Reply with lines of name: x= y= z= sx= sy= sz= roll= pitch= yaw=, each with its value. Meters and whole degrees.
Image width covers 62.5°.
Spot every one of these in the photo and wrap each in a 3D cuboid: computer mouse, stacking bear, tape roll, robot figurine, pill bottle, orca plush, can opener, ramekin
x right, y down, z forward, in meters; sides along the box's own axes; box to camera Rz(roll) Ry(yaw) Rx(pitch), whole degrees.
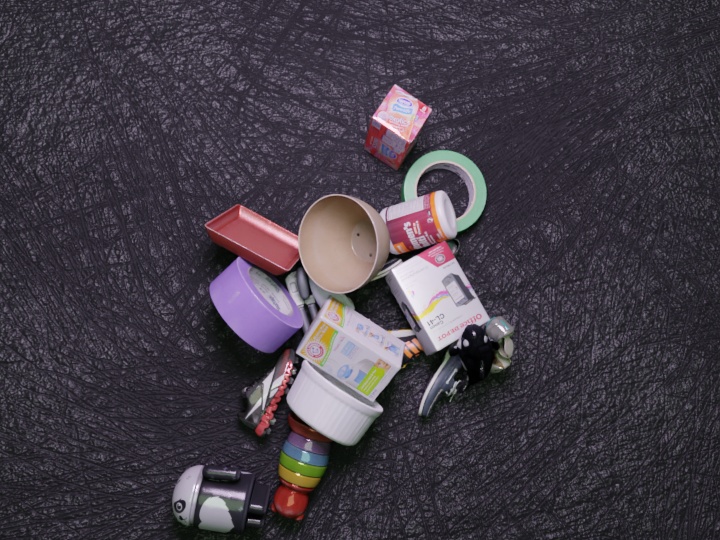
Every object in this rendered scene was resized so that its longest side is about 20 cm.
computer mouse: x=-0.056 y=0.080 z=1.314 sx=0.109 sy=0.044 sz=0.201 roll=-31 pitch=96 yaw=27
stacking bear: x=-0.128 y=0.428 z=1.274 sx=0.120 sy=0.114 sz=0.202 roll=18 pitch=85 yaw=-2
tape roll: x=-0.219 y=0.071 z=1.259 sx=0.085 sy=0.200 sz=0.200 roll=-41 pitch=87 yaw=8
robot figurine: x=-0.291 y=0.480 z=1.239 sx=0.198 sy=0.125 sz=0.152 roll=11 pitch=78 yaw=-4
pill bottle: x=0.107 y=-0.099 z=1.329 sx=0.198 sy=0.109 sz=0.111 roll=-16 pitch=82 yaw=23
orca plush: x=0.235 y=0.202 z=1.239 sx=0.104 sy=0.201 sz=0.072 roll=5 pitch=43 yaw=-5
tape roll: x=0.198 y=-0.182 z=1.414 sx=0.198 sy=0.048 sz=0.203 roll=1 pitch=82 yaw=-5
can opener: x=-0.121 y=0.095 z=1.343 sx=0.052 sy=0.066 sz=0.202 roll=-18 pitch=89 yaw=-3
ramekin: x=-0.060 y=0.280 z=1.255 sx=0.200 sy=0.200 sz=0.098 roll=34 pitch=88 yaw=1

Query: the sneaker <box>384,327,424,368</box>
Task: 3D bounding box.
sneaker: x=0.113 y=0.177 z=1.349 sx=0.198 sy=0.070 sz=0.091 roll=-1 pitch=87 yaw=0

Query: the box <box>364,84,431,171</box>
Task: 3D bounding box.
box: x=0.081 y=-0.317 z=1.346 sx=0.102 sy=0.200 sz=0.095 roll=34 pitch=81 yaw=1

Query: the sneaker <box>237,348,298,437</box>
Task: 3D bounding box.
sneaker: x=-0.206 y=0.257 z=1.305 sx=0.097 sy=0.071 sz=0.202 roll=25 pitch=82 yaw=-3

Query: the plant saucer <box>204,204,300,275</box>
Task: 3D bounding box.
plant saucer: x=-0.224 y=-0.064 z=1.306 sx=0.198 sy=0.200 sz=0.037 roll=28 pitch=111 yaw=0

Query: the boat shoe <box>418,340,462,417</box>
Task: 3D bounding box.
boat shoe: x=0.196 y=0.247 z=1.342 sx=0.061 sy=0.075 sz=0.201 roll=28 pitch=71 yaw=11

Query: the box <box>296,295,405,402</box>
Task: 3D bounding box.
box: x=-0.020 y=0.164 z=1.262 sx=0.199 sy=0.102 sz=0.113 roll=34 pitch=115 yaw=-5

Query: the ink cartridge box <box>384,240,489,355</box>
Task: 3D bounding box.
ink cartridge box: x=0.165 y=0.060 z=1.291 sx=0.147 sy=0.086 sz=0.201 roll=-28 pitch=80 yaw=-14

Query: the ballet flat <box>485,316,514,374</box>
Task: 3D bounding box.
ballet flat: x=0.301 y=0.183 z=1.298 sx=0.067 sy=0.201 sz=0.064 roll=-32 pitch=51 yaw=-23

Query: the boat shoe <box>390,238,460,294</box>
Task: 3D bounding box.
boat shoe: x=0.151 y=-0.012 z=1.381 sx=0.200 sy=0.057 sz=0.069 roll=-39 pitch=87 yaw=-9

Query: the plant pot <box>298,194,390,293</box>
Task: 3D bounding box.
plant pot: x=-0.015 y=-0.059 z=1.260 sx=0.199 sy=0.134 sz=0.203 roll=4 pitch=97 yaw=32

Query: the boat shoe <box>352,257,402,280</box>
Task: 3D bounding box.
boat shoe: x=0.000 y=0.000 z=1.360 sx=0.198 sy=0.075 sz=0.063 roll=-17 pitch=90 yaw=-2
